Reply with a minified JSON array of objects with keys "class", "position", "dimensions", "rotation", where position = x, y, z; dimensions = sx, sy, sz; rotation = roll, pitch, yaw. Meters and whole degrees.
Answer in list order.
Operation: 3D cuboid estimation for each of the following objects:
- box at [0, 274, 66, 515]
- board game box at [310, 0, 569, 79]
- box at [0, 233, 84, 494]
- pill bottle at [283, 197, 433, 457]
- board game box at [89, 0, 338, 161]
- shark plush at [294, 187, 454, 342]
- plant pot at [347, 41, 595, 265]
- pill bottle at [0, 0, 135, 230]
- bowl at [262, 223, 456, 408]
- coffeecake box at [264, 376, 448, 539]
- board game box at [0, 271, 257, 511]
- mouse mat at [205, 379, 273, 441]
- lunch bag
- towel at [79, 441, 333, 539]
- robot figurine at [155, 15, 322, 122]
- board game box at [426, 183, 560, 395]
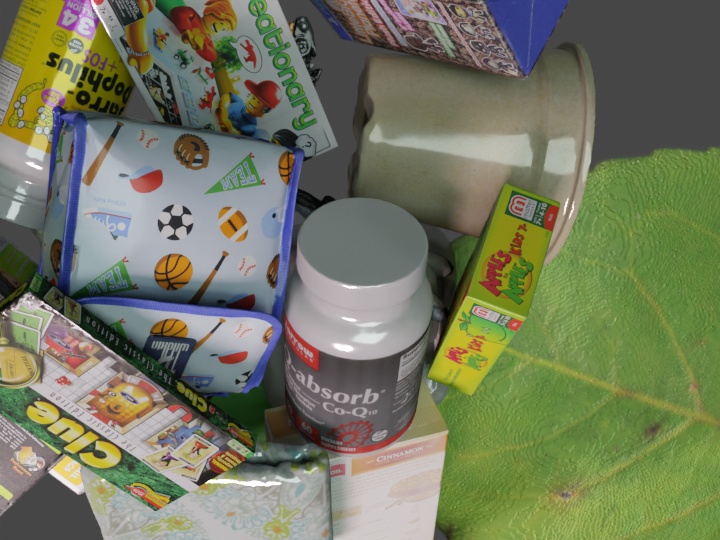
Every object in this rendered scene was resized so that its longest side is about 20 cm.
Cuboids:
[{"class":"box","position":[-0.319,0.094,0.642],"dimensions":[0.193,0.048,0.200],"rotation":[-44,109,-4]},{"class":"board game box","position":[0.070,-0.261,0.682],"dimensions":[0.160,0.199,0.097],"rotation":[-60,143,-8]},{"class":"box","position":[-0.277,0.076,0.731],"dimensions":[0.101,0.112,0.200],"rotation":[-45,108,1]},{"class":"pill bottle","position":[-0.004,0.048,0.674],"dimensions":[0.115,0.116,0.201],"rotation":[-10,137,-13]},{"class":"board game box","position":[-0.111,-0.160,0.670],"dimensions":[0.126,0.035,0.201],"rotation":[-25,125,-1]},{"class":"shark plush","position":[0.000,0.000,0.738],"dimensions":[0.200,0.091,0.083],"rotation":[37,120,-26]},{"class":"plant pot","position":[0.085,-0.113,0.762],"dimensions":[0.182,0.200,0.202],"rotation":[6,101,-5]},{"class":"pill bottle","position":[-0.246,-0.137,0.696],"dimensions":[0.104,0.104,0.201],"rotation":[21,97,-19]},{"class":"bowl","position":[0.007,0.055,0.823],"dimensions":[0.199,0.075,0.201],"rotation":[-2,102,-18]},{"class":"coffeecake box","position":[-0.006,0.206,0.811],"dimensions":[0.153,0.073,0.201],"rotation":[-10,132,-14]},{"class":"board game box","position":[-0.176,0.091,0.582],"dimensions":[0.105,0.024,0.200],"rotation":[-32,123,24]},{"class":"mouse mat","position":[-0.097,0.177,0.860],"dimensions":[0.161,0.008,0.200],"rotation":[39,89,-20]},{"class":"lunch bag","position":[-0.143,-0.005,0.622],"dimensions":[0.169,0.124,0.201],"rotation":[6,100,-27]},{"class":"towel","position":[-0.122,0.209,0.714],"dimensions":[0.199,0.048,0.172],"rotation":[2,131,3]},{"class":"robot figurine","position":[-0.117,-0.147,0.754],"dimensions":[0.144,0.058,0.201],"rotation":[11,100,-18]},{"class":"board game box","position":[0.106,0.024,0.714],"dimensions":[0.047,0.200,0.102],"rotation":[20,66,4]}]
